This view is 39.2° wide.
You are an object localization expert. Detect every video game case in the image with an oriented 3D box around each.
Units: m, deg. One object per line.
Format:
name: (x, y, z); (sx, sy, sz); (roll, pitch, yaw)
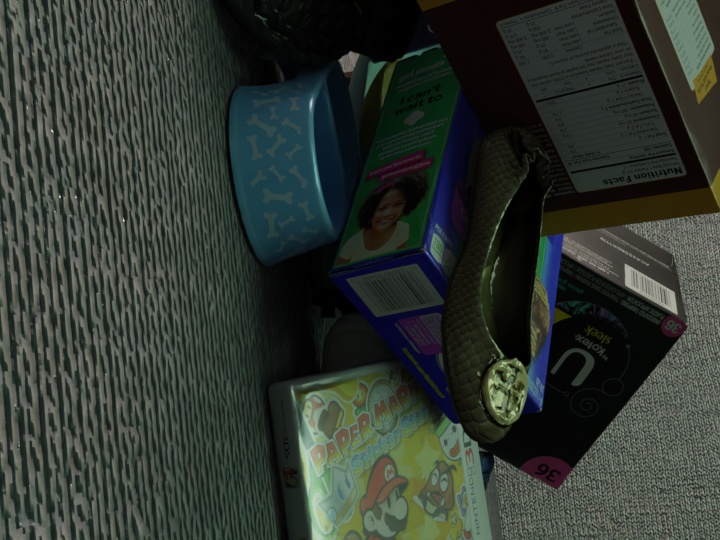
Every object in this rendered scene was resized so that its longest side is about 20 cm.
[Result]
video game case: (0.023, 0.151, 0.662); (0.199, 0.023, 0.184); (-5, 86, -53)

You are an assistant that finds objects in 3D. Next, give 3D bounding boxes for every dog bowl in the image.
dog bowl: (-0.037, -0.081, 0.667); (0.200, 0.049, 0.113); (-78, 159, -65)

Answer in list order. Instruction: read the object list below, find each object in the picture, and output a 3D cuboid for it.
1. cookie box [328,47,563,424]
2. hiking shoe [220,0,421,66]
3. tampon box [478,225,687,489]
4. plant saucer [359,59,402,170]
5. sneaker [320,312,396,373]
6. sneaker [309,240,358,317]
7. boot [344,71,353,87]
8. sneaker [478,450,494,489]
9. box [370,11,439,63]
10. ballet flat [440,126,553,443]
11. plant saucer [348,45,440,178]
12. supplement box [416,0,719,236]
cookie box: (0.071, -0.029, 0.692); (0.171, 0.075, 0.201); (51, 40, -37)
hiking shoe: (-0.043, -0.182, 0.673); (0.199, 0.100, 0.077); (-3, 116, -58)
tampon box: (0.162, 0.056, 0.883); (0.201, 0.149, 0.127); (-61, -177, 29)
plant saucer: (0.043, -0.065, 0.797); (0.200, 0.031, 0.202); (-16, 90, -70)
sneaker: (0.009, 0.132, 0.712); (0.099, 0.077, 0.202); (-42, 123, -75)
sneaker: (0.000, 0.000, 0.814); (0.200, 0.074, 0.089); (11, 82, -69)
boot: (0.014, -0.087, 0.975); (0.186, 0.063, 0.203); (-23, 110, -78)
sneaker: (0.070, 0.193, 0.866); (0.200, 0.074, 0.079); (22, 74, -73)
box: (0.038, -0.275, 0.746); (0.201, 0.147, 0.105); (57, 50, -24)
ballet flat: (0.086, 0.001, 0.592); (0.067, 0.046, 0.202); (39, 51, -43)
plant saucer: (0.039, -0.138, 0.901); (0.199, 0.036, 0.203); (-19, 112, -56)
supplement box: (0.168, -0.165, 0.667); (0.201, 0.132, 0.198); (58, 47, -25)
